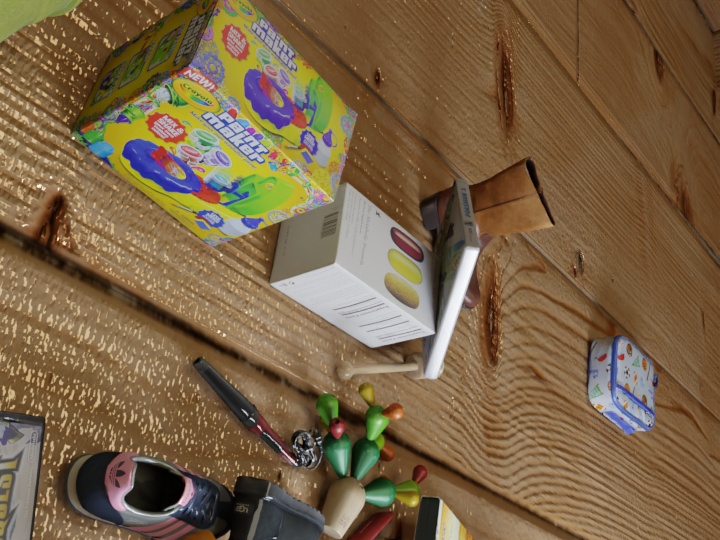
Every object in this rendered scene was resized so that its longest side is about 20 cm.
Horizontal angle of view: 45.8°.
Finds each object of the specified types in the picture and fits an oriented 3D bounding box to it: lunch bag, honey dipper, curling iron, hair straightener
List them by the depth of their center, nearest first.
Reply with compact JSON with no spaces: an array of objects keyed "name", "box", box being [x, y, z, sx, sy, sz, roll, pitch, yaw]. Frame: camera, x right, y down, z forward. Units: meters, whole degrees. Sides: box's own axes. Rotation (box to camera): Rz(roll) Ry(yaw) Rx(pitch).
[{"name":"curling iron","box":[-0.111,0.155,0.930,0.050,0.025,0.200,-49,119,-6]},{"name":"hair straightener","box":[-0.007,0.358,0.978,0.199,0.040,0.078,-28,100,-58]},{"name":"honey dipper","box":[0.039,0.130,1.131,0.198,0.038,0.039,1,76,-48]},{"name":"lunch bag","box":[0.520,0.229,1.676,0.199,0.075,0.163,34,54,-39]}]

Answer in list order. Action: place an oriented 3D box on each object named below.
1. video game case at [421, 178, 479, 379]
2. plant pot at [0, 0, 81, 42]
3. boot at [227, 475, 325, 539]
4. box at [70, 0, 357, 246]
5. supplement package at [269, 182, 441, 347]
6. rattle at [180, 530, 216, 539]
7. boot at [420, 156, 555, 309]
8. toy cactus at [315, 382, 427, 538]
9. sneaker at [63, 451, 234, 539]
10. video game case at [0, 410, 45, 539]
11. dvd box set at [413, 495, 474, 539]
[{"name":"video game case","box":[0.112,0.008,1.122,0.022,0.203,0.183,11,31,-5]},{"name":"plant pot","box":[-0.347,-0.230,0.657,0.201,0.199,0.186,49,55,-29]},{"name":"boot","box":[-0.105,0.326,0.844,0.165,0.065,0.203,51,45,-52]},{"name":"box","box":[-0.144,-0.150,0.864,0.200,0.191,0.124,41,48,-35]},{"name":"supplement package","box":[0.000,0.000,1.062,0.199,0.108,0.115,34,52,-40]},{"name":"rattle","box":[-0.155,0.355,0.734,0.202,0.129,0.143,61,10,5]},{"name":"boot","box":[0.202,-0.050,1.263,0.068,0.198,0.192,-12,86,-52]},{"name":"toy cactus","box":[0.007,0.239,1.012,0.201,0.101,0.166,56,49,-34]},{"name":"sneaker","box":[-0.171,0.214,0.788,0.199,0.081,0.071,29,56,-48]},{"name":"video game case","box":[-0.332,0.200,0.636,0.179,0.025,0.204,22,61,-46]},{"name":"dvd box set","box":[0.107,0.388,1.074,0.201,0.029,0.148,58,37,-50]}]
